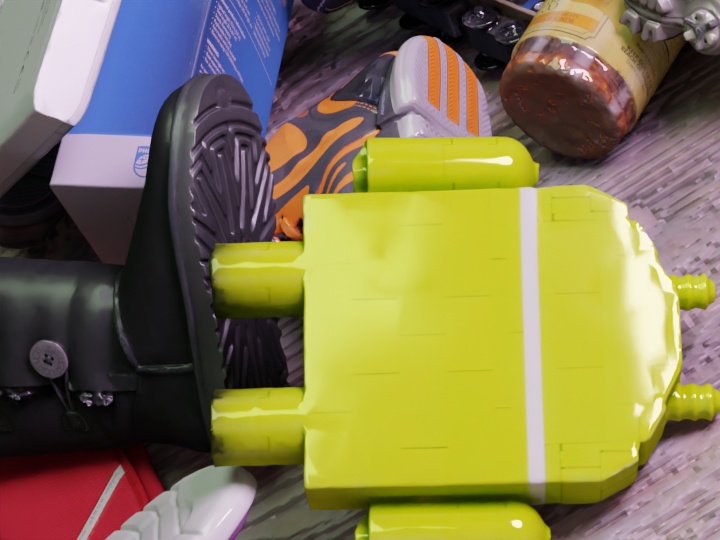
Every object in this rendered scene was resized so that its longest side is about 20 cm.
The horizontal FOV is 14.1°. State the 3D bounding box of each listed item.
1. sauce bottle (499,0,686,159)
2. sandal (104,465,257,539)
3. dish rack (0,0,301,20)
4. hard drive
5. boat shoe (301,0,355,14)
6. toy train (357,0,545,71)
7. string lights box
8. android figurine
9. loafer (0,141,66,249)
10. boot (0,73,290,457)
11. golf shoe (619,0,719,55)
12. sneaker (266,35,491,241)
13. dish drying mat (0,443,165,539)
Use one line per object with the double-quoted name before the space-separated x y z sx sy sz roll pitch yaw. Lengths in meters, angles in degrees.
"sauce bottle" 0.131 -0.139 1.310 0.066 0.066 0.200 3 48 39
"sandal" -0.104 0.162 1.157 0.203 0.050 0.082 -49 22 -1
"dish rack" -0.120 -0.161 1.488 0.199 0.044 0.172 4 45 6
"hard drive" -0.139 -0.108 1.309 0.200 0.027 0.132 154 133 -70
"boat shoe" 0.046 -0.157 1.327 0.200 0.063 0.073 -30 -3 37
"toy train" 0.044 -0.131 1.394 0.046 0.034 0.200 -32 34 -18
"string lights box" -0.079 -0.101 1.340 0.059 0.103 0.201 2 63 17
"android figurine" 0.041 0.031 1.137 0.199 0.041 0.183 -3 69 1
"loafer" -0.167 -0.075 1.477 0.072 0.063 0.200 -3 43 -4
"boot" -0.135 0.001 1.249 0.199 0.165 0.066 1 9 29
"golf shoe" 0.207 -0.109 1.211 0.200 0.079 0.097 33 35 33
"sneaker" 0.000 0.000 1.252 0.112 0.078 0.200 -28 39 33
"dish drying mat" -0.136 0.082 1.293 0.077 0.018 0.200 -33 36 1
